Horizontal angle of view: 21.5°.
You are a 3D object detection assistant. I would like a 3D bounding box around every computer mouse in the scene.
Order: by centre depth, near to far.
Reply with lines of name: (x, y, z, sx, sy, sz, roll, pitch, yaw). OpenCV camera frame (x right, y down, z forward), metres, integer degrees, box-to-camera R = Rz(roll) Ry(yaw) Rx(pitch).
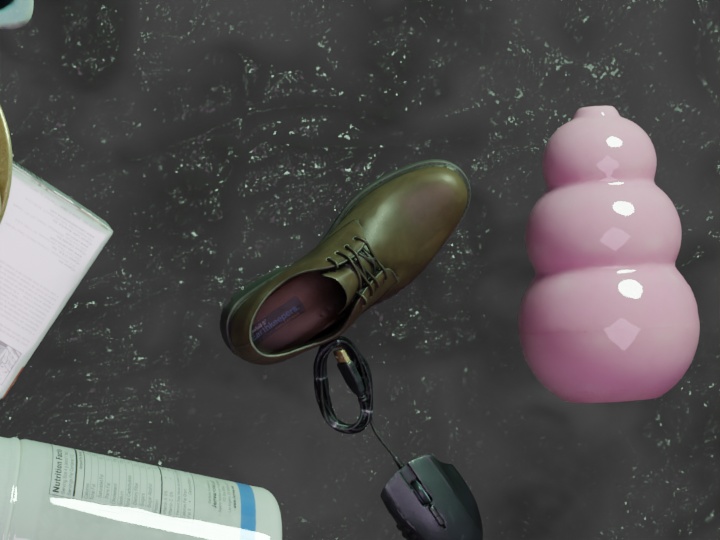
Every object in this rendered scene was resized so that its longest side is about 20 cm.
computer mouse: (0.027, 0.130, 1.314, 0.059, 0.034, 0.200, -36, 111, -5)

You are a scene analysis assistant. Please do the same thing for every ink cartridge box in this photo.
ink cartridge box: (-0.262, 0.025, 1.240, 0.109, 0.050, 0.200, 34, 90, -15)

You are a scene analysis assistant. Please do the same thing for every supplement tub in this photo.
supplement tub: (-0.162, 0.189, 1.242, 0.199, 0.132, 0.132, 12, 94, -14)

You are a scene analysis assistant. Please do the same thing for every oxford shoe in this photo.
oxford shoe: (0.000, 0.000, 1.279, 0.200, 0.084, 0.073, -41, 102, -7)

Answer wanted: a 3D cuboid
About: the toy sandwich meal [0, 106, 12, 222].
toy sandwich meal: (-0.316, -0.069, 1.177, 0.205, 0.070, 0.206, -1, 84, 8)

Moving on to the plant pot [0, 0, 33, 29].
plant pot: (-0.295, -0.237, 1.117, 0.196, 0.200, 0.196, 1, 93, -13)

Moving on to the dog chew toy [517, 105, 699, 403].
dog chew toy: (0.167, -0.012, 1.301, 0.124, 0.125, 0.201, -3, 89, -12)
